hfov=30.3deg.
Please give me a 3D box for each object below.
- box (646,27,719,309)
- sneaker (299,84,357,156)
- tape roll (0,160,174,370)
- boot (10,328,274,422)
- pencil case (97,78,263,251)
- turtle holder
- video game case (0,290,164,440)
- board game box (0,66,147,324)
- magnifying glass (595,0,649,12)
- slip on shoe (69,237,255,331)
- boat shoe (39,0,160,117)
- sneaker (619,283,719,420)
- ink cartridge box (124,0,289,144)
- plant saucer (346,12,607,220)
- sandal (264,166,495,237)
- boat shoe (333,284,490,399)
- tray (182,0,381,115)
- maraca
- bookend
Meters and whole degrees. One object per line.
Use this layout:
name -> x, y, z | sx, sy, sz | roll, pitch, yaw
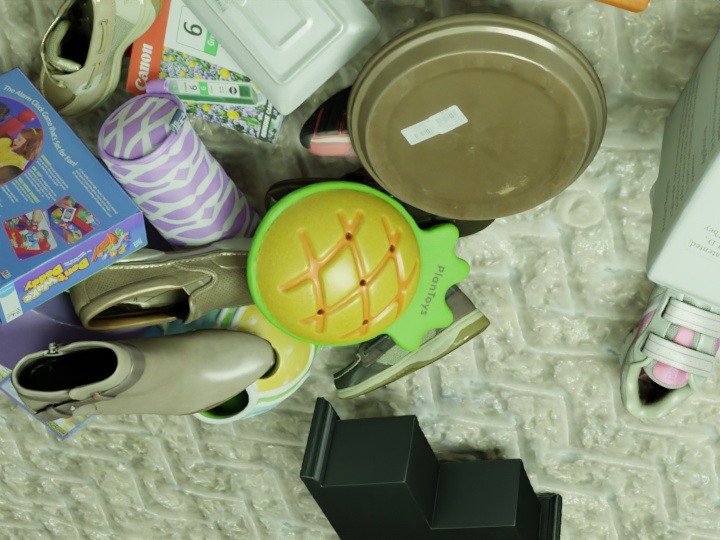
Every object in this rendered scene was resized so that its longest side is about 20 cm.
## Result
box -> 0.322, -0.061, 0.937 | 0.199, 0.199, 0.131 | 22, 131, -1
sneaker -> 0.046, -0.105, 1.077 | 0.199, 0.074, 0.087 | -6, 126, 22
tape roll -> -0.266, -0.008, 1.174 | 0.200, 0.200, 0.085 | 34, 130, -10
boot -> -0.180, 0.081, 1.085 | 0.199, 0.070, 0.146 | -16, 167, 5
pencil case -> -0.145, -0.068, 1.123 | 0.084, 0.086, 0.200 | 0, 145, 23
turtle holder -> -0.095, 0.070, 1.224 | 0.185, 0.132, 0.141 | -1, 126, 19
video game case -> -0.320, 0.063, 1.348 | 0.200, 0.046, 0.181 | 43, 126, -16
board game box -> -0.285, -0.066, 1.083 | 0.200, 0.134, 0.045 | 47, 154, 27
magnifying glass -> 0.116, -0.222, 0.955 | 0.199, 0.080, 0.022 | 15, 89, -15
slip on shoe -> -0.140, 0.016, 1.107 | 0.199, 0.061, 0.076 | 1, 139, -20
boat shoe -> -0.228, -0.181, 1.073 | 0.200, 0.065, 0.072 | -35, 82, 52
sneaker -> 0.273, 0.053, 1.117 | 0.081, 0.088, 0.200 | 16, 130, 5
ink cartridge box -> -0.146, -0.189, 1.087 | 0.199, 0.050, 0.109 | 20, 131, 2
plant saucer -> 0.088, -0.107, 1.013 | 0.199, 0.030, 0.200 | 3, 137, 2
sandal -> 0.019, -0.063, 1.138 | 0.199, 0.055, 0.082 | -8, 132, 6
boat shoe -> 0.037, 0.062, 1.222 | 0.201, 0.072, 0.066 | -32, 84, 48
tray -> -0.087, -0.225, 1.013 | 0.107, 0.022, 0.200 | -40, 97, 17
maraca -> 0.000, 0.000, 1.087 | 0.199, 0.107, 0.138 | 14, 104, -29
bookend -> 0.072, 0.210, 1.278 | 0.198, 0.092, 0.200 | -7, 137, 21
